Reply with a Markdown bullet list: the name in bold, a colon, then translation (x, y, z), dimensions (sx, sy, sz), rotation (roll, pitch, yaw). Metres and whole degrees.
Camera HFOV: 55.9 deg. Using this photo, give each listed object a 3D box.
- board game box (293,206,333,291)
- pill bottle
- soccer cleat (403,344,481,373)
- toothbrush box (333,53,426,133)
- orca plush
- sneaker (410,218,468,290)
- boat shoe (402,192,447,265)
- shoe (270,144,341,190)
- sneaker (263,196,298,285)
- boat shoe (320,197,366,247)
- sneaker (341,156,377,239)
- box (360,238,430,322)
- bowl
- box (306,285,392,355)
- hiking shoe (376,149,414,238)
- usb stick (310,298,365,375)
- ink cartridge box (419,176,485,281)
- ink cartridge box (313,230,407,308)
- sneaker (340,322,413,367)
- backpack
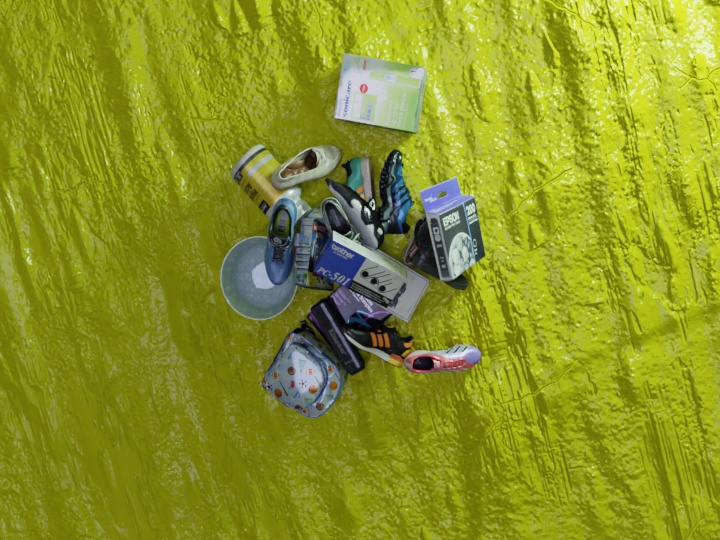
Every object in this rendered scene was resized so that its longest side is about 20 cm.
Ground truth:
- **board game box**: translation (-0.111, -0.060, 1.632), dimensions (0.060, 0.200, 0.206), rotation (4, 85, 15)
- **pill bottle**: translation (-0.213, -0.196, 1.654), dimensions (0.111, 0.111, 0.200), rotation (-43, 89, 12)
- **soccer cleat**: translation (0.201, 0.221, 1.645), dimensions (0.194, 0.076, 0.069), rotation (-2, 97, -5)
- **toothbrush box**: translation (0.048, -0.412, 1.592), dimensions (0.194, 0.086, 0.150), rotation (13, 100, 9)
- **orca plush**: translation (0.000, -0.148, 1.593), dimensions (0.071, 0.106, 0.200), rotation (-35, 71, -24)
- **sneaker**: translation (0.195, -0.035, 1.598), dimensions (0.196, 0.060, 0.106), rotation (25, 106, -22)
- **boat shoe**: translation (0.169, -0.094, 1.627), dimensions (0.072, 0.063, 0.203), rotation (33, 101, 4)
- **shoe**: translation (-0.122, -0.249, 1.612), dimensions (0.197, 0.053, 0.071), rotation (-31, 84, -25)
- **sneaker**: translation (-0.191, -0.065, 1.576), dimensions (0.076, 0.089, 0.206), rotation (7, 103, 4)
- **boat shoe**: translation (-0.032, -0.073, 1.562), dimensions (0.072, 0.068, 0.204), rotation (-22, 100, 1)
- **sneaker**: translation (-0.005, -0.169, 1.647), dimensions (0.077, 0.071, 0.207), rotation (-4, 92, 14)
- **box**: translation (0.056, 0.026, 1.638), dimensions (0.197, 0.060, 0.119), rotation (29, 86, -1)
- **bowl**: translation (-0.240, 0.015, 1.686), dimensions (0.194, 0.108, 0.207), rotation (0, 94, 5)
- **box**: translation (-0.020, 0.104, 1.702), dimensions (0.199, 0.036, 0.144), rotation (-41, 90, 11)
- **hiking shoe**: translation (0.089, -0.186, 1.634), dimensions (0.084, 0.074, 0.206), rotation (5, 101, -12)
- **usb stick**: translation (-0.056, 0.164, 1.682), dimensions (0.055, 0.033, 0.203), rotation (-30, 93, 14)
- **ink cartridge box**: translation (0.215, -0.102, 1.546), dimensions (0.043, 0.197, 0.206), rotation (-9, 101, 35)
- **ink cartridge box**: translation (0.000, 0.000, 1.541), dimensions (0.196, 0.045, 0.095), rotation (27, 116, -17)
- **sneaker**: translation (0.043, 0.158, 1.659), dimensions (0.197, 0.070, 0.091), rotation (30, 96, -26)
- **backpack**: translation (-0.132, 0.262, 1.683), dimensions (0.188, 0.154, 0.203), rotation (32, 104, -1)
